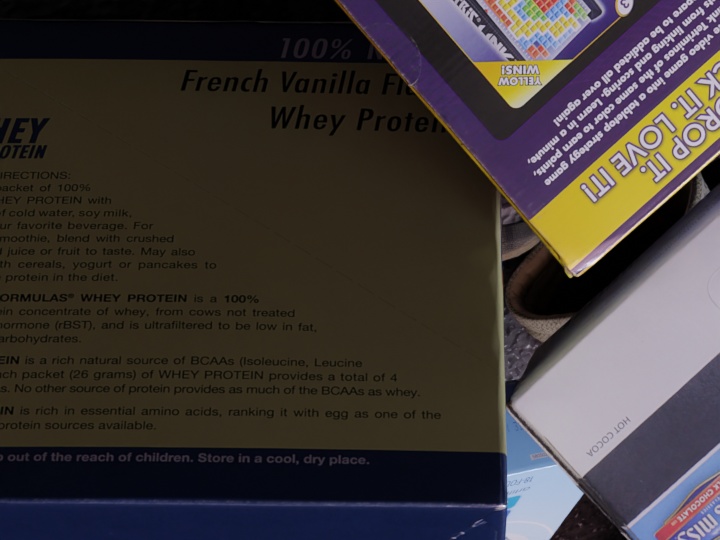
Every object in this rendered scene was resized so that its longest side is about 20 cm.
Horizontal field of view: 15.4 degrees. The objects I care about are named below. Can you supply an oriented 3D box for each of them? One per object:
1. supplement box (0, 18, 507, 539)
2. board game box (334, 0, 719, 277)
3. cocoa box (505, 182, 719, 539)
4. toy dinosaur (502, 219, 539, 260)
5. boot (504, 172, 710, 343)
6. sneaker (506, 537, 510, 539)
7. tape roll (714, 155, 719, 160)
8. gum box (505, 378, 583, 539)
[{"bbox_3d":[-0.053,0.035,0.862,0.199,0.201,0.135,0,139,0],"label":"supplement box"},{"bbox_3d":[0.082,-0.127,0.785,0.200,0.057,0.165,-41,104,3],"label":"board game box"},{"bbox_3d":[0.168,0.018,0.890,0.200,0.131,0.133,-43,178,9],"label":"cocoa box"},{"bbox_3d":[0.000,0.000,1.028,0.199,0.048,0.088,1,126,-37],"label":"toy dinosaur"},{"bbox_3d":[0.169,-0.001,1.108,0.199,0.072,0.155,-31,140,7],"label":"boot"},{"bbox_3d":[0.013,0.121,0.972,0.199,0.074,0.116,-17,160,-43],"label":"sneaker"},{"bbox_3d":[0.100,-0.121,0.937,0.199,0.066,0.201,-16,139,-15],"label":"tape roll"},{"bbox_3d":[-0.006,0.120,1.118,0.169,0.045,0.200,-9,153,-24],"label":"gum box"}]
